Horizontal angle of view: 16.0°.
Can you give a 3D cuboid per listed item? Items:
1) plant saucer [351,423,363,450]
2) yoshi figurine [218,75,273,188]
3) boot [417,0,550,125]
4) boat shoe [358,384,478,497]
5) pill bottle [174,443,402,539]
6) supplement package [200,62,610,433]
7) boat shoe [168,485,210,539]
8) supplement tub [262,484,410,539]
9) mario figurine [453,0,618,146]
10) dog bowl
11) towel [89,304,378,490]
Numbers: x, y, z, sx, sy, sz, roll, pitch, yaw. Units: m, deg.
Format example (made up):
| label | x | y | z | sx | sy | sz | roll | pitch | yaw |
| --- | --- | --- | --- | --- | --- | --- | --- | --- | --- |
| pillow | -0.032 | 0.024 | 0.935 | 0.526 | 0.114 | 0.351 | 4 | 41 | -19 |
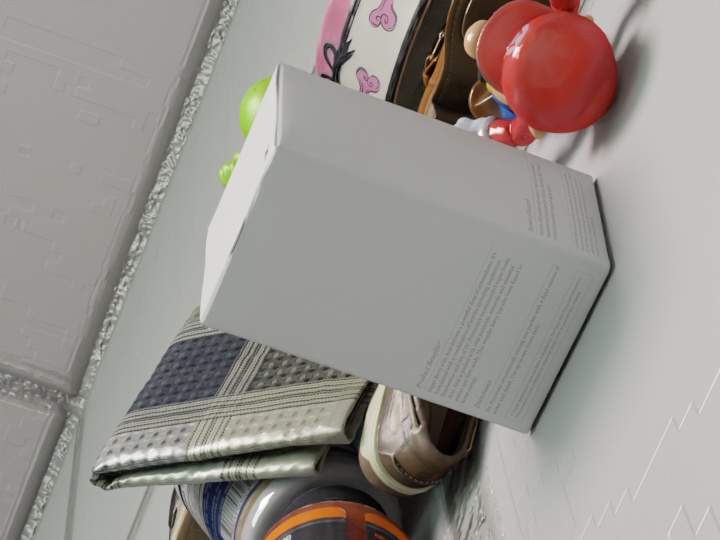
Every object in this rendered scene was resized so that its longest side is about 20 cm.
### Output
| label | x | y | z | sx | sy | sz | roll | pitch | yaw |
| --- | --- | --- | --- | --- | --- | --- | --- | --- | --- |
| plant saucer | -0.035 | 0.154 | 1.811 | 0.200 | 0.027 | 0.200 | -47 | 31 | 40 |
| yoshi figurine | -0.048 | -0.079 | 1.908 | 0.200 | 0.112 | 0.113 | 99 | 177 | -59 |
| boot | 0.085 | -0.166 | 1.773 | 0.155 | 0.074 | 0.200 | -89 | 23 | -71 |
| boat shoe | 0.055 | 0.040 | 1.587 | 0.075 | 0.075 | 0.203 | -31 | 45 | 53 |
| pill bottle | -0.059 | 0.140 | 1.705 | 0.200 | 0.111 | 0.111 | 41 | 112 | 58 |
| supplement package | 0.023 | -0.014 | 1.453 | 0.120 | 0.200 | 0.121 | -91 | 24 | -62 |
| boat shoe | -0.095 | 0.130 | 1.840 | 0.065 | 0.072 | 0.200 | 38 | 112 | 60 |
| supplement tub | -0.013 | 0.207 | 1.513 | 0.200 | 0.107 | 0.107 | -91 | 23 | -63 |
| mario figurine | 0.091 | -0.133 | 1.564 | 0.200 | 0.106 | 0.124 | -138 | 33 | -87 |
| dog bowl | 0.036 | -0.200 | 1.883 | 0.200 | 0.074 | 0.200 | -60 | -13 | -23 |
| towel | -0.058 | 0.072 | 1.678 | 0.200 | 0.035 | 0.193 | -11 | 30 | 29 |
